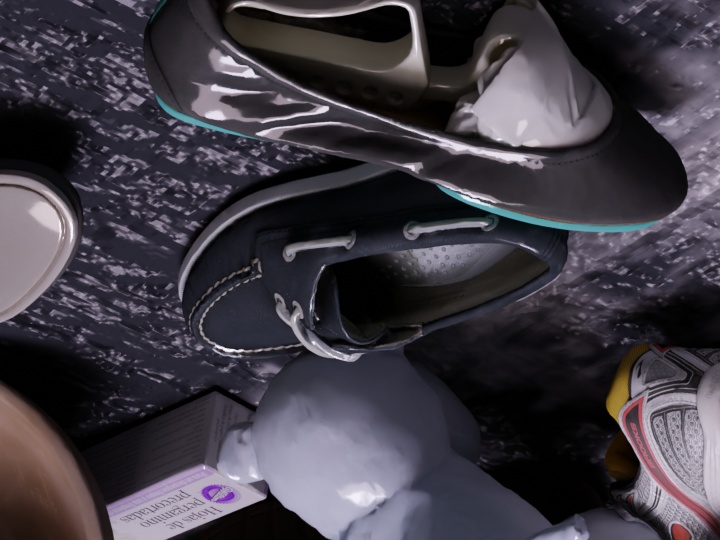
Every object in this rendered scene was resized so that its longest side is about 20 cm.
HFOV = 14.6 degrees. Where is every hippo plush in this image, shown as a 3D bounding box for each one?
[{"bbox_3d":[0.010,0.115,1.133,0.159,0.161,0.200,-48,159,6],"label":"hippo plush"}]

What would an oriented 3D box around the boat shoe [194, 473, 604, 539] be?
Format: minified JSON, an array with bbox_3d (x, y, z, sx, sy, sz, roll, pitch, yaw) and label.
[{"bbox_3d":[0.020,0.146,1.274,0.202,0.075,0.075,-6,138,19],"label":"boat shoe"}]

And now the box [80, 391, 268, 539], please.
[{"bbox_3d":[-0.120,0.108,1.278,0.039,0.041,0.200,31,139,-34],"label":"box"}]

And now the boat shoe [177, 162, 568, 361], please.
[{"bbox_3d":[0.000,0.000,1.071,0.076,0.060,0.200,29,141,-31],"label":"boat shoe"}]

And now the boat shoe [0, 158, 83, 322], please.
[{"bbox_3d":[-0.172,-0.002,1.119,0.067,0.057,0.200,44,132,-14],"label":"boat shoe"}]

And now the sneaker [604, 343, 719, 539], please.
[{"bbox_3d":[0.149,0.086,1.181,0.082,0.078,0.200,18,152,22],"label":"sneaker"}]

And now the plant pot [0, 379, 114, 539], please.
[{"bbox_3d":[-0.196,0.140,1.228,0.201,0.201,0.093,0,171,11],"label":"plant pot"}]

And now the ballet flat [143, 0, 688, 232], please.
[{"bbox_3d":[0.024,-0.063,0.969,0.200,0.068,0.068,12,136,-7],"label":"ballet flat"}]
